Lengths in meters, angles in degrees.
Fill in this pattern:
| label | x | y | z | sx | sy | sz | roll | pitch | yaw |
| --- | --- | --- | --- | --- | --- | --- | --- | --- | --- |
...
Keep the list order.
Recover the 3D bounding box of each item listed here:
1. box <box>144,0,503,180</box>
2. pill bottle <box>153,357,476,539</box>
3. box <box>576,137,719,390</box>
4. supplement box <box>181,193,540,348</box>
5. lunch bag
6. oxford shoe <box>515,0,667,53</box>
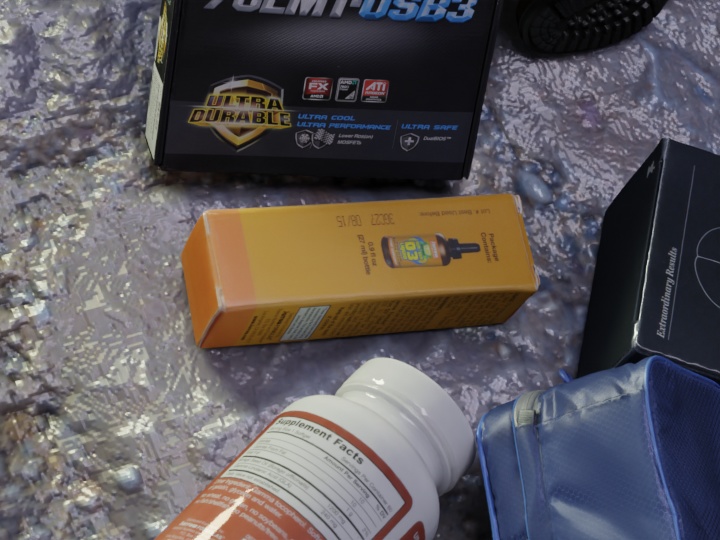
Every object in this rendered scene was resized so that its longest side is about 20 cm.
| label | x | y | z | sx | sy | sz | roll | pitch | yaw |
| --- | --- | --- | --- | --- | --- | --- | --- | --- | --- |
| box | -0.018 | -0.153 | 1.470 | 0.199 | 0.199 | 0.050 | 2 | 29 | -16 |
| pill bottle | -0.029 | 0.141 | 1.362 | 0.112 | 0.112 | 0.200 | 42 | 59 | 6 |
| box | 0.245 | 0.033 | 1.505 | 0.199 | 0.107 | 0.149 | 18 | 61 | -9 |
| supplement box | 0.000 | 0.000 | 1.469 | 0.199 | 0.069 | 0.067 | -4 | 67 | -18 |
| lunch bag | 0.141 | 0.146 | 1.388 | 0.136 | 0.132 | 0.201 | 26 | 48 | -53 |
| oxford shoe | 0.168 | -0.206 | 1.633 | 0.200 | 0.073 | 0.084 | -33 | 55 | -26 |
